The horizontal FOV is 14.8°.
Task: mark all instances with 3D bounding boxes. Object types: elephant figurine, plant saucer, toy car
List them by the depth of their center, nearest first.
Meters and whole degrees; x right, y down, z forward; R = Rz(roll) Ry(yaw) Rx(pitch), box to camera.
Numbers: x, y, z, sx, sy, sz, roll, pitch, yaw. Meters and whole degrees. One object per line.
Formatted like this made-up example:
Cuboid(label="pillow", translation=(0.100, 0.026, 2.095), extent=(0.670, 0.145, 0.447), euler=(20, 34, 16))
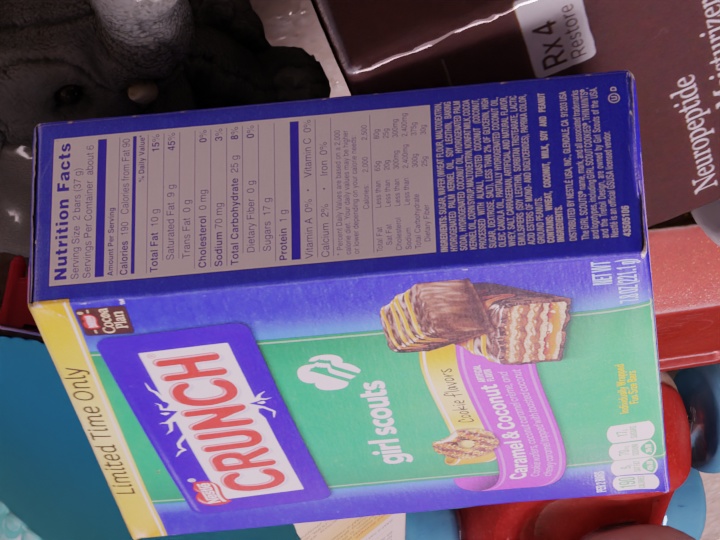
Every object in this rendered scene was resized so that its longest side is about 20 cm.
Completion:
Cuboid(label="elephant figurine", translation=(-0.106, -0.071, 1.006), extent=(0.155, 0.142, 0.200), euler=(-47, 148, 10))
Cuboid(label="plant saucer", translation=(0.135, 0.019, 1.284), extent=(0.199, 0.037, 0.200), euler=(-7, 168, -21))
Cuboid(label="toy car", translation=(0.125, 0.162, 1.396), extent=(0.184, 0.201, 0.177), euler=(-5, 147, -24))

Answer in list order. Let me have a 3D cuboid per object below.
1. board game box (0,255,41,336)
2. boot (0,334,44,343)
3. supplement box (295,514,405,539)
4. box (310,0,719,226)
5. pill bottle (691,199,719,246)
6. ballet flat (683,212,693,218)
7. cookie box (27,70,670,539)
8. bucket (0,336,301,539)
Cuboid(label="board game box", translation=(-0.108, 0.011, 1.133), extent=(0.158, 0.039, 0.200), euler=(11, 177, -32))
Cuboid(label="boot", translation=(-0.220, 0.081, 1.221), extent=(0.165, 0.066, 0.200), euler=(-39, 149, 31))
Cuboid(label="supplement box", translation=(-0.046, 0.115, 1.318), extent=(0.126, 0.074, 0.200), euler=(-35, 152, -23))
Cuboid(label="box", translation=(0.079, -0.122, 1.003), extent=(0.199, 0.165, 0.166), euler=(-23, 147, 1))
Cuboid(label="pill bottle", translation=(0.237, -0.042, 1.140), extent=(0.199, 0.114, 0.114), euler=(14, 133, -37))
Cuboid(label="ballet flat", translation=(0.228, -0.052, 1.282), extent=(0.199, 0.064, 0.076), euler=(-12, 145, -16))
Cuboid(label="cookie box", translation=(0.001, 0.017, 0.950), extent=(0.199, 0.075, 0.171), euler=(-5, 148, 6))
Cuboid(label="bucket", translation=(-0.128, 0.134, 1.128), extent=(0.207, 0.207, 0.135), euler=(15, 118, -43))
